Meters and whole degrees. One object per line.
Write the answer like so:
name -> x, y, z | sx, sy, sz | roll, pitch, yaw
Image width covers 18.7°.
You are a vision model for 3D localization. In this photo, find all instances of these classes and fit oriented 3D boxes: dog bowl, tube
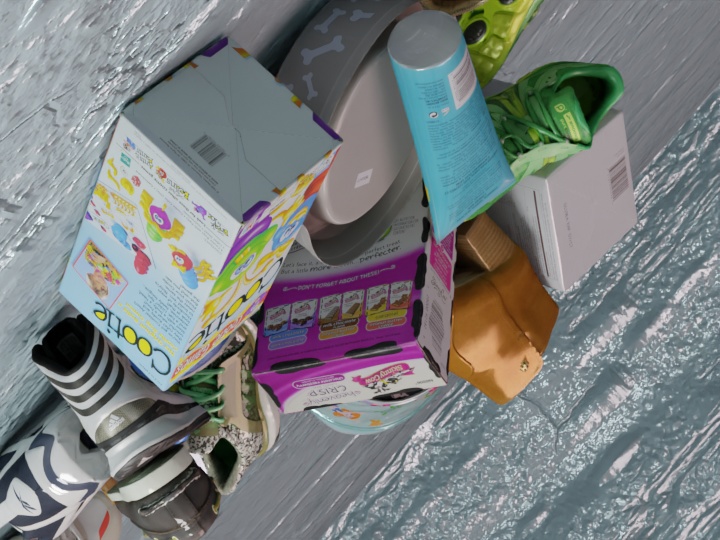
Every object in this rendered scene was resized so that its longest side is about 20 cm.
dog bowl -> -0.005, -0.106, 1.533 | 0.200, 0.058, 0.201 | -48, 153, -34
tube -> 0.064, -0.097, 1.522 | 0.077, 0.050, 0.201 | -34, 144, -10

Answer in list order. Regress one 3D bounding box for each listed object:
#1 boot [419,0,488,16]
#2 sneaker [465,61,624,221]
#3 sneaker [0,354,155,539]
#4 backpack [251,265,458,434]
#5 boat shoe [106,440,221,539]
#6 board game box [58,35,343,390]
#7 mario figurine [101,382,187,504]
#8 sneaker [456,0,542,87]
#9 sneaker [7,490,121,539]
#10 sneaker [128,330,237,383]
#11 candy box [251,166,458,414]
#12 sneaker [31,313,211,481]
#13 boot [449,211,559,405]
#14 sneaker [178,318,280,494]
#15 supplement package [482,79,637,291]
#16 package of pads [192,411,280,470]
boot -> 0.116, -0.267, 1.480 | 0.200, 0.073, 0.156 | -47, -175, 30
sneaker -> 0.126, -0.109, 1.653 | 0.083, 0.074, 0.200 | -13, -158, 51
sneaker -> -0.224, 0.143, 1.671 | 0.129, 0.080, 0.199 | -36, -170, 23
backpack -> -0.007, 0.032, 1.786 | 0.177, 0.200, 0.151 | -43, 169, -30
boat shoe -> -0.141, 0.167, 1.606 | 0.071, 0.061, 0.201 | -35, -179, -7
board game box -> -0.105, -0.033, 1.403 | 0.103, 0.105, 0.200 | -41, 168, -36
mario figurine -> -0.156, 0.101, 1.851 | 0.200, 0.123, 0.106 | -39, 128, -7
sneaker -> 0.112, -0.211, 1.694 | 0.200, 0.074, 0.083 | -53, 165, 25
sneaker -> -0.270, 0.250, 1.871 | 0.199, 0.070, 0.093 | -38, 172, -34
sneaker -> -0.113, -0.008, 1.592 | 0.201, 0.078, 0.089 | -58, 161, 7
candy box -> 0.000, 0.000, 1.633 | 0.061, 0.135, 0.201 | 54, 33, -46
sneaker -> -0.168, 0.079, 1.542 | 0.075, 0.116, 0.201 | -34, 178, -1
boot -> 0.071, 0.061, 1.696 | 0.201, 0.144, 0.071 | -50, -146, -19
sneaker -> -0.115, 0.100, 1.718 | 0.089, 0.076, 0.201 | -73, 153, -42
supplement package -> 0.111, -0.080, 1.800 | 0.109, 0.199, 0.114 | -40, 133, -34
package of pads -> -0.109, 0.115, 1.987 | 0.200, 0.076, 0.121 | -50, -179, 16
